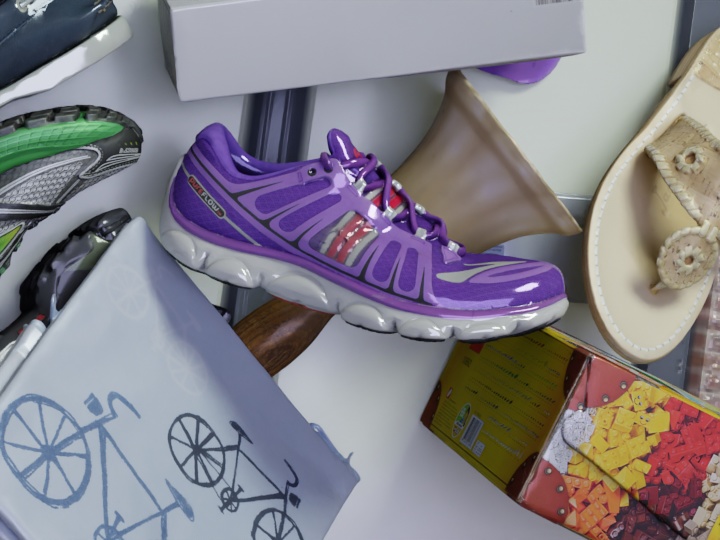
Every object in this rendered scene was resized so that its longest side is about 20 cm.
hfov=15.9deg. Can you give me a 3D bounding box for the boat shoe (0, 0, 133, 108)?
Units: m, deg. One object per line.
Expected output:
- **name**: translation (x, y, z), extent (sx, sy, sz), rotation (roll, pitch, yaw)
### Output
- **boat shoe**: translation (-0.203, -0.091, 1.222), extent (0.199, 0.075, 0.062), rotation (-30, 100, -14)

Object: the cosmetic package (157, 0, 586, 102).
- **cosmetic package**: translation (0.004, -0.123, 1.259), extent (0.199, 0.083, 0.051), rotation (-7, 108, -7)

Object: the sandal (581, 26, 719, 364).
- **sandal**: translation (0.176, -0.054, 1.287), extent (0.078, 0.070, 0.212), rotation (37, 55, -14)

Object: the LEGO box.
- **LEGO box**: translation (0.129, 0.088, 1.249), extent (0.148, 0.200, 0.077), rotation (26, 92, -14)

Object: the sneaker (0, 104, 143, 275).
- **sneaker**: translation (-0.189, -0.014, 1.231), extent (0.199, 0.078, 0.085), rotation (-31, 98, -4)

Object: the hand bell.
- **hand bell**: translation (0.000, 0.000, 1.278), extent (0.200, 0.104, 0.104), rotation (-38, 100, 3)

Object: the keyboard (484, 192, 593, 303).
- **keyboard**: translation (0.063, -0.015, 1.332), extent (0.199, 0.011, 0.057), rotation (4, 95, -15)

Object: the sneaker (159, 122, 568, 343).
- **sneaker**: translation (0.003, -0.019, 1.205), extent (0.199, 0.081, 0.084), rotation (17, 99, 9)

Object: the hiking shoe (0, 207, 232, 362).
- **hiking shoe**: translation (-0.148, 0.070, 1.239), extent (0.101, 0.076, 0.200), rotation (40, 80, -9)

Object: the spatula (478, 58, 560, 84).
- **spatula**: translation (0.016, -0.143, 1.309), extent (0.199, 0.021, 0.057), rotation (15, 95, -14)

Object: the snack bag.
- **snack bag**: translation (-0.092, 0.091, 1.192), extent (0.189, 0.021, 0.200), rotation (51, 39, -17)
